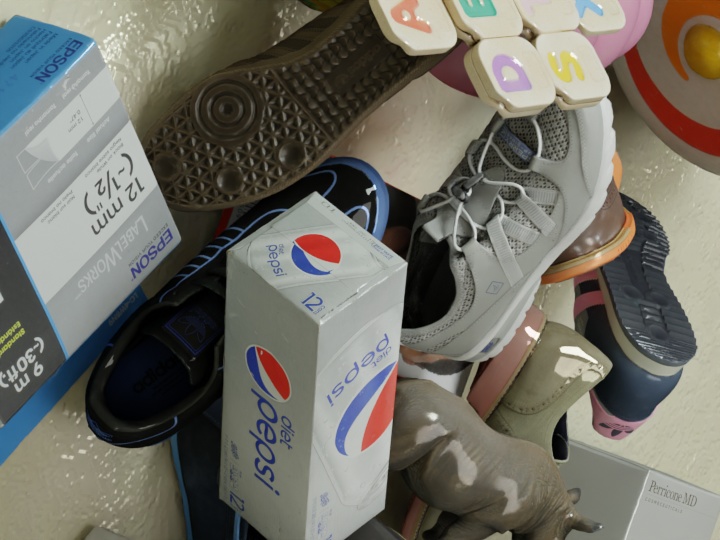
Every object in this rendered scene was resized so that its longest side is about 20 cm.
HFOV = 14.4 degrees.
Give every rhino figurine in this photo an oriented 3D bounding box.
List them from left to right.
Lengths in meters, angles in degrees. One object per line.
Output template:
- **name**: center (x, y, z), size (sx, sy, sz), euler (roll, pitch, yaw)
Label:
- **rhino figurine**: center (0.068, 0.129, 1.635), size (0.200, 0.060, 0.088), euler (33, 98, -28)

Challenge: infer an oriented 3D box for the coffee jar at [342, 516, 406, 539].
- **coffee jar**: center (0.011, 0.212, 1.585), size (0.104, 0.085, 0.200), euler (-45, 147, -8)

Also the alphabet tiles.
- **alphabet tiles**: center (0.059, -0.171, 1.466), size (0.195, 0.015, 0.201), euler (-10, 70, -48)

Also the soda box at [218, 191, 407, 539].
- **soda box**: center (-0.026, 0.059, 1.443), size (0.063, 0.068, 0.200), euler (-35, 148, -30)

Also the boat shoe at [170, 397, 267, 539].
- **boat shoe**: center (-0.056, 0.153, 1.591), size (0.084, 0.068, 0.200), euler (-47, 136, -29)

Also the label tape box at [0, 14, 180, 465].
- **label tape box**: center (-0.161, -0.002, 1.401), size (0.143, 0.066, 0.200), euler (-48, 135, -28)

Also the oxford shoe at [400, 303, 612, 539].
- **oxford shoe**: center (0.081, 0.113, 1.695), size (0.200, 0.074, 0.071), euler (-62, 180, 35)

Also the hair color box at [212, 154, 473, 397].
- **hair color box**: center (0.000, 0.000, 1.606), size (0.200, 0.061, 0.102), euler (22, 87, -54)

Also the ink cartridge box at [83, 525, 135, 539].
- **ink cartridge box**: center (-0.145, 0.260, 1.511), size (0.200, 0.084, 0.146), euler (-51, 138, -26)

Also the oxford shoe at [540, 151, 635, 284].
- **oxford shoe**: center (0.115, -0.053, 1.671), size (0.200, 0.071, 0.073), euler (-89, 156, -67)

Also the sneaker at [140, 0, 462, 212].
- **sneaker**: center (-0.024, -0.094, 1.497), size (0.200, 0.076, 0.071), euler (-31, 93, 4)

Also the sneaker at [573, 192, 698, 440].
- **sneaker**: center (0.150, 0.022, 1.748), size (0.070, 0.200, 0.082), euler (20, 120, -14)

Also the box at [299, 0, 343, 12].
- **box**: center (-0.042, -0.219, 1.477), size (0.200, 0.048, 0.118), euler (32, 79, -54)

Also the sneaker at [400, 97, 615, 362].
- **sneaker**: center (0.073, -0.031, 1.542), size (0.082, 0.075, 0.201), euler (-4, 125, -43)

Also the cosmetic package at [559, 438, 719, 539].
- **cosmetic package**: center (0.150, 0.221, 1.867), size (0.107, 0.085, 0.201), euler (20, 89, -50)

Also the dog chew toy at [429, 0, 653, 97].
- **dog chew toy**: center (0.104, -0.159, 1.629), size (0.200, 0.124, 0.125), euler (-3, 107, -58)

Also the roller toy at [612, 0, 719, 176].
- **roller toy**: center (0.247, -0.157, 1.751), size (0.140, 0.182, 0.201), euler (-30, 127, -40)

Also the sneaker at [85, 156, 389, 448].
- **sneaker**: center (-0.063, 0.018, 1.470), size (0.200, 0.070, 0.078), euler (-46, 175, 1)
